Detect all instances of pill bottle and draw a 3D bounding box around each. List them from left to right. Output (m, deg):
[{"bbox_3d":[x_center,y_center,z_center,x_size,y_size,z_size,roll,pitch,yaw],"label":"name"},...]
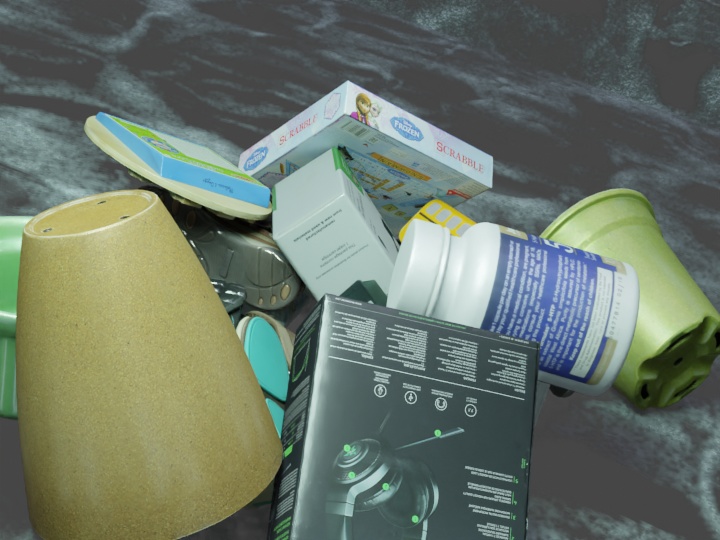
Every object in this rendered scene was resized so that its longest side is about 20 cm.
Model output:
[{"bbox_3d":[0.128,0.026,1.059,0.197,0.121,0.120,16,21,-6],"label":"pill bottle"}]

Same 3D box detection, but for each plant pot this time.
[{"bbox_3d":[-0.161,0.056,0.844,0.183,0.203,0.187,-9,20,3],"label":"plant pot"},{"bbox_3d":[0.299,0.046,1.360,0.198,0.202,0.185,0,39,-37],"label":"plant pot"}]

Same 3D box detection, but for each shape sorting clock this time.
[{"bbox_3d":[-0.176,-0.098,1.196,0.197,0.040,0.200,25,9,-4],"label":"shape sorting clock"}]

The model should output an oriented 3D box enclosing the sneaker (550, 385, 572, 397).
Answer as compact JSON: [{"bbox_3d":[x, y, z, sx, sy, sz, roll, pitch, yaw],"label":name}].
[{"bbox_3d":[0.160,0.054,1.311,0.078,0.076,0.202,-26,67,-6],"label":"sneaker"}]

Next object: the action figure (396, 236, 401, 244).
[{"bbox_3d":[0.001,-0.075,1.514,0.199,0.103,0.118,30,13,33],"label":"action figure"}]

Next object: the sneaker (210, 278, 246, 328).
[{"bbox_3d":[-0.148,0.065,1.085,0.074,0.081,0.200,7,21,4],"label":"sneaker"}]

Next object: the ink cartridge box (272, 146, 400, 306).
[{"bbox_3d":[0.000,0.000,1.199,0.201,0.082,0.147,56,9,-22],"label":"ink cartridge box"}]

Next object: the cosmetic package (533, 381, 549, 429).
[{"bbox_3d":[0.090,0.132,1.075,0.073,0.103,0.199,27,22,27],"label":"cosmetic package"}]

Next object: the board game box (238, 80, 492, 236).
[{"bbox_3d":[0.003,-0.106,1.300,0.198,0.198,0.042,23,59,-32],"label":"board game box"}]

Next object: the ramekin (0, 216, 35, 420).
[{"bbox_3d":[-0.264,0.039,1.009,0.196,0.099,0.201,11,22,-4],"label":"ramekin"}]

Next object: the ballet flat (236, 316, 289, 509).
[{"bbox_3d":[-0.090,0.116,1.005,0.068,0.070,0.201,9,32,-19],"label":"ballet flat"}]

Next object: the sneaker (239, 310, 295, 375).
[{"bbox_3d":[-0.052,0.108,1.098,0.075,0.071,0.200,32,7,-40],"label":"sneaker"}]

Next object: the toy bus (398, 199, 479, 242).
[{"bbox_3d":[0.116,0.005,1.233,0.200,0.078,0.065,39,-11,51],"label":"toy bus"}]

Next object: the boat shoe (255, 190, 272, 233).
[{"bbox_3d":[-0.111,-0.056,1.295,0.197,0.066,0.073,12,22,-14],"label":"boat shoe"}]

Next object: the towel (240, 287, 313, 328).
[{"bbox_3d":[-0.148,0.002,1.287,0.197,0.049,0.171,21,25,9],"label":"towel"}]

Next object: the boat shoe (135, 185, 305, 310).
[{"bbox_3d":[-0.138,-0.024,1.211,0.198,0.077,0.072,31,21,13],"label":"boat shoe"}]

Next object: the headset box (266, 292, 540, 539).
[{"bbox_3d":[0.030,0.141,0.889,0.171,0.203,0.093,12,-23,-13],"label":"headset box"}]
